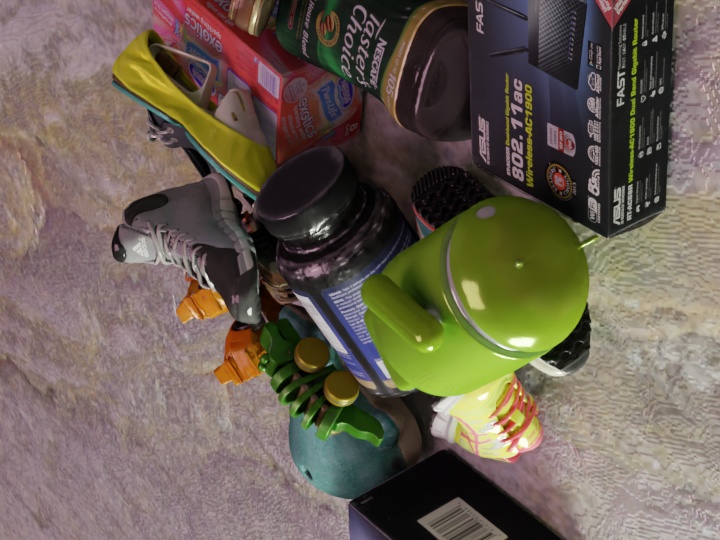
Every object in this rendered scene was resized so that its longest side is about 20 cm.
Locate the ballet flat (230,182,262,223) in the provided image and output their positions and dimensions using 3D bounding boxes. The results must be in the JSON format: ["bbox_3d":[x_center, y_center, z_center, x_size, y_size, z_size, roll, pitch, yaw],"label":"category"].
[{"bbox_3d":[-0.086,-0.084,1.649,0.200,0.063,0.068,-132,63,-70],"label":"ballet flat"}]

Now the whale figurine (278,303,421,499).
[{"bbox_3d":[-0.027,0.126,1.684,0.158,0.104,0.201,26,150,46],"label":"whale figurine"}]

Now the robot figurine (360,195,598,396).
[{"bbox_3d":[0.085,0.019,1.334,0.200,0.174,0.117,-34,79,52],"label":"robot figurine"}]

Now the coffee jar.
[{"bbox_3d":[0.024,-0.180,1.437,0.200,0.085,0.105,36,120,40],"label":"coffee jar"}]

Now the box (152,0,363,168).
[{"bbox_3d":[-0.090,-0.191,1.610,0.200,0.094,0.103,42,142,35],"label":"box"}]

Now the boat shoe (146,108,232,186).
[{"bbox_3d":[-0.161,-0.129,1.691,0.073,0.062,0.200,47,-176,36],"label":"boat shoe"}]

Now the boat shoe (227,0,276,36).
[{"bbox_3d":[-0.094,-0.251,1.494,0.201,0.067,0.073,-87,15,-56],"label":"boat shoe"}]

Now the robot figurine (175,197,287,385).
[{"bbox_3d":[-0.115,0.015,1.721,0.146,0.058,0.200,60,-164,-20],"label":"robot figurine"}]

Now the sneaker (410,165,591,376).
[{"bbox_3d":[0.113,0.010,1.474,0.200,0.070,0.094,49,166,21],"label":"sneaker"}]

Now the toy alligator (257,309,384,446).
[{"bbox_3d":[-0.060,0.085,1.596,0.200,0.054,0.060,47,147,17],"label":"toy alligator"}]

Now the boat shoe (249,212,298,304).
[{"bbox_3d":[-0.058,-0.010,1.655,0.200,0.075,0.075,-100,-1,-76],"label":"boat shoe"}]

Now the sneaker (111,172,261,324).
[{"bbox_3d":[-0.153,-0.010,1.588,0.200,0.114,0.076,-116,20,-57],"label":"sneaker"}]

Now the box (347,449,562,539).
[{"bbox_3d":[0.093,0.306,1.641,0.199,0.122,0.200,35,139,42],"label":"box"}]

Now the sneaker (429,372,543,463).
[{"bbox_3d":[0.110,0.107,1.497,0.090,0.079,0.200,31,168,10],"label":"sneaker"}]

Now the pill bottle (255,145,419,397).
[{"bbox_3d":[0.000,0.000,1.520,0.111,0.112,0.201,17,148,52],"label":"pill bottle"}]

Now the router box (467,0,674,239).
[{"bbox_3d":[0.145,-0.143,1.303,0.149,0.062,0.202,33,137,44],"label":"router box"}]

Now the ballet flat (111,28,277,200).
[{"bbox_3d":[-0.128,-0.135,1.550,0.200,0.067,0.067,39,101,23],"label":"ballet flat"}]
